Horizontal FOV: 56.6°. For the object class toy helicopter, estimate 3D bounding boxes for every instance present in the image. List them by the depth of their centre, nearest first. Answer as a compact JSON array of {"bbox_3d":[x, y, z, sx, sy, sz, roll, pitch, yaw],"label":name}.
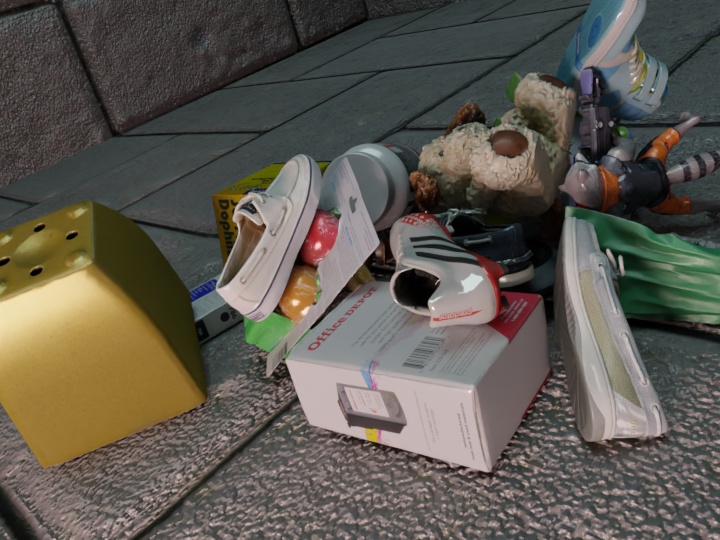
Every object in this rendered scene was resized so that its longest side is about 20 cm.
[{"bbox_3d":[0.000,0.000,0.853,0.129,0.081,0.200,-16,35,-18],"label":"toy helicopter"}]

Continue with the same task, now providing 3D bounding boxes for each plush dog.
[{"bbox_3d":[0.147,-0.120,0.773,0.168,0.163,0.201,10,43,32],"label":"plush dog"}]

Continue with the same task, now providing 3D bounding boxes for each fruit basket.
[{"bbox_3d":[-0.053,-0.006,0.756,0.200,0.093,0.187,-45,33,18],"label":"fruit basket"}]

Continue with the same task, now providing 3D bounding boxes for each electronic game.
[{"bbox_3d":[0.134,0.007,0.742,0.195,0.043,0.200,-11,16,3],"label":"electronic game"}]

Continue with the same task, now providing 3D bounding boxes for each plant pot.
[{"bbox_3d":[-0.299,0.047,0.726,0.191,0.203,0.196,-20,43,-7],"label":"plant pot"}]

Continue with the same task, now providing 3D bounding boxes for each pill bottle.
[{"bbox_3d":[0.024,-0.117,0.925,0.113,0.119,0.200,-8,7,20],"label":"pill bottle"}]

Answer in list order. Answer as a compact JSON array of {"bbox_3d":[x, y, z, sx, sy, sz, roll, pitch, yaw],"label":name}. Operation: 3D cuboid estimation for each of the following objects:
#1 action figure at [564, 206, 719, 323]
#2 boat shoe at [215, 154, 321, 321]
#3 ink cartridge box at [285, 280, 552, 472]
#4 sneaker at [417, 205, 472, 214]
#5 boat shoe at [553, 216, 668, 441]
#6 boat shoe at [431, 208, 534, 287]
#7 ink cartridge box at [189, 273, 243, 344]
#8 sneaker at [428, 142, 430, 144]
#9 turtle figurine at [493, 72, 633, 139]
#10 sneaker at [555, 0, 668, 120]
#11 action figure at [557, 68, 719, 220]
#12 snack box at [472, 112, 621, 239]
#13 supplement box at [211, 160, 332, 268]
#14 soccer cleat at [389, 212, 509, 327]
[{"bbox_3d":[0.287,0.005,0.615,0.195,0.121,0.055,7,21,27],"label":"action figure"},{"bbox_3d":[-0.100,-0.051,0.708,0.070,0.069,0.204,-10,53,46],"label":"boat shoe"},{"bbox_3d":[0.055,0.084,0.608,0.196,0.087,0.147,2,30,39],"label":"ink cartridge box"},{"bbox_3d":[0.181,-0.104,0.912,0.196,0.077,0.116,-23,28,-12],"label":"sneaker"},{"bbox_3d":[0.203,0.042,0.563,0.063,0.075,0.206,-2,52,6],"label":"boat shoe"},{"bbox_3d":[0.106,-0.032,0.700,0.073,0.063,0.200,-15,16,-16],"label":"boat shoe"},{"bbox_3d":[-0.226,0.063,0.892,0.198,0.040,0.099,-32,28,-22],"label":"ink cartridge box"},{"bbox_3d":[0.152,-0.169,1.041,0.086,0.076,0.200,-7,9,-2],"label":"sneaker"},{"bbox_3d":[0.294,-0.232,0.982,0.189,0.205,0.144,8,-21,-11],"label":"turtle figurine"},{"bbox_3d":[0.309,-0.243,0.760,0.127,0.082,0.200,12,-15,0],"label":"sneaker"},{"bbox_3d":[0.301,-0.125,0.724,0.189,0.205,0.104,-16,11,-16],"label":"action figure"},{"bbox_3d":[0.234,-0.123,0.846,0.195,0.053,0.145,-14,65,2],"label":"snack box"},{"bbox_3d":[-0.115,-0.084,0.978,0.107,0.112,0.200,1,21,20],"label":"supplement box"},{"bbox_3d":[0.056,-0.003,0.606,0.083,0.070,0.200,-14,25,-17],"label":"soccer cleat"}]
